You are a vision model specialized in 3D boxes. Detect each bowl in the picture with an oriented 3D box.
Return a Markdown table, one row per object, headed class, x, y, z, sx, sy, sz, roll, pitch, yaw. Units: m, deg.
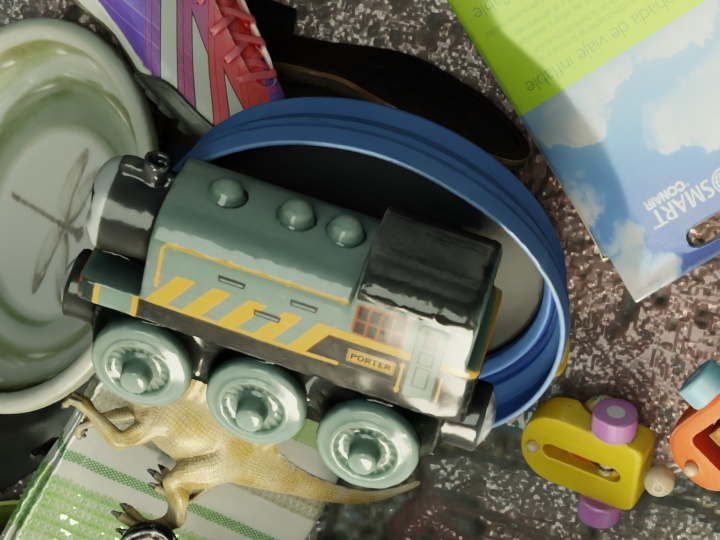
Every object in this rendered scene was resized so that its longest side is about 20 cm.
| class | x | y | z | sx | sy | sz | roll | pitch | yaw |
| --- | --- | --- | --- | --- | --- | --- | --- | --- | --- |
| bowl | 0.000 | 0.000 | 0.945 | 0.199 | 0.040 | 0.201 | 12 | 141 | 10 |

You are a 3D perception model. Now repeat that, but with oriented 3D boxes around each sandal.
| class | x | y | z | sx | sy | sz | roll | pitch | yaw |
| --- | --- | --- | --- | --- | --- | --- | --- | --- | --- |
| sandal | -0.159 | 0.068 | 1.100 | 0.199 | 0.045 | 0.075 | -33 | 91 | 19 |

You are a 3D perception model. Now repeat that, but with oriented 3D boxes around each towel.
| class | x | y | z | sx | sy | sz | roll | pitch | yaw |
| --- | --- | --- | --- | --- | --- | --- | --- | --- | --- |
| towel | -0.097 | 0.119 | 1.060 | 0.149 | 0.031 | 0.201 | 28 | 96 | -25 |

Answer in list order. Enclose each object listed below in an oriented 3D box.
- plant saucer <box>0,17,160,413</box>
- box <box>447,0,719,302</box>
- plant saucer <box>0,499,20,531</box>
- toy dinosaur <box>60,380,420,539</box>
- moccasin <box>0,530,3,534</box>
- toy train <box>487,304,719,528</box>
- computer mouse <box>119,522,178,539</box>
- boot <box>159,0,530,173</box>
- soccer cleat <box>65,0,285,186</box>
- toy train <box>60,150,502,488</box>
| class | x | y | z | sx | sy | sz | roll | pitch | yaw |
| --- | --- | --- | --- | --- | --- | --- | --- | --- | --- |
| plant saucer | -0.161 | -0.026 | 1.056 | 0.199 | 0.050 | 0.202 | -7 | 79 | 38 |
| box | 0.130 | -0.102 | 0.984 | 0.122 | 0.048 | 0.201 | -31 | 92 | 20 |
| plant saucer | -0.172 | 0.220 | 1.144 | 0.199 | 0.031 | 0.201 | 3 | 101 | 14 |
| toy dinosaur | -0.071 | 0.087 | 0.986 | 0.200 | 0.058 | 0.101 | 38 | 122 | -23 |
| moccasin | -0.235 | 0.172 | 1.096 | 0.199 | 0.068 | 0.081 | 15 | 102 | 8 |
| toy train | 0.121 | 0.042 | 0.996 | 0.200 | 0.056 | 0.150 | 41 | 134 | 3 |
| computer mouse | -0.082 | 0.214 | 0.998 | 0.058 | 0.034 | 0.201 | -16 | 109 | 1 |
| boot | -0.015 | -0.063 | 1.027 | 0.199 | 0.075 | 0.097 | 26 | 117 | 19 |
| soccer cleat | -0.082 | -0.122 | 0.972 | 0.073 | 0.068 | 0.200 | -43 | 83 | 10 |
| toy train | -0.031 | 0.015 | 0.887 | 0.199 | 0.085 | 0.114 | 19 | 129 | 4 |
